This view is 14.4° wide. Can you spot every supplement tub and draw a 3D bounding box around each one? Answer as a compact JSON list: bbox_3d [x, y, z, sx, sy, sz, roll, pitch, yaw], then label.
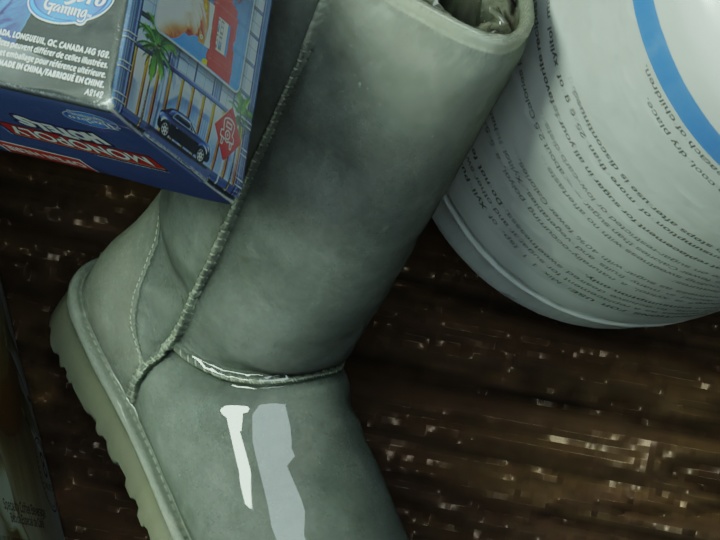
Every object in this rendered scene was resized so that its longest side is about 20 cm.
[{"bbox_3d":[0.100,-0.060,0.735,0.131,0.200,0.133,3,80,-19],"label":"supplement tub"}]

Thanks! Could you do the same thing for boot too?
[{"bbox_3d":[-0.001,0.001,0.750,0.182,0.072,0.200,51,129,18],"label":"boot"}]

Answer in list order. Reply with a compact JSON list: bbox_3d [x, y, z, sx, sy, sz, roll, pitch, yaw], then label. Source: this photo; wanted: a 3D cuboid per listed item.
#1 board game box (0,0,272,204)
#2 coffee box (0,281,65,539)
[{"bbox_3d":[-0.088,-0.136,0.713,0.199,0.062,0.201,14,77,32],"label":"board game box"},{"bbox_3d":[-0.151,-0.002,0.804,0.079,0.114,0.201,-15,82,2],"label":"coffee box"}]
